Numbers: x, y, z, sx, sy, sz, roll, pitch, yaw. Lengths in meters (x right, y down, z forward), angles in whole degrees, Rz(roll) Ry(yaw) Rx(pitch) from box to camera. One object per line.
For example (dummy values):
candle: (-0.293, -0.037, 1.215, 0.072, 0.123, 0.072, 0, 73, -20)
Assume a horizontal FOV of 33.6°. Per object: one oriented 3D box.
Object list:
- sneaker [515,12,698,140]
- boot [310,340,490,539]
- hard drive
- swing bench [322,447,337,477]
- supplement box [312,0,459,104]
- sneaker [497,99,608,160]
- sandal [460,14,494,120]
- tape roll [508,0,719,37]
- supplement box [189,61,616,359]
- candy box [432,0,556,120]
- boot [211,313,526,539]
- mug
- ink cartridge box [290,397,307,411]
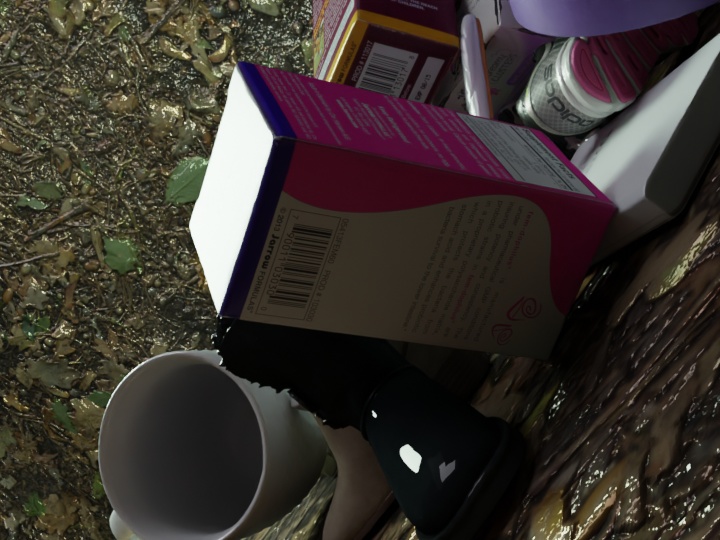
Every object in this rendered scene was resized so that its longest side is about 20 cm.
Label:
sneaker: (0.165, -0.149, 0.817, 0.087, 0.074, 0.200, -32, 11, 45)
boot: (-0.015, 0.077, 0.797, 0.201, 0.145, 0.070, -55, 6, 8)
hard drive: (0.159, -0.058, 0.720, 0.133, 0.027, 0.200, -57, 4, -21)
swing bench: (-0.049, 0.090, 1.165, 0.200, 0.129, 0.200, -56, 5, -22)
supplement box: (0.016, -0.214, 0.965, 0.111, 0.084, 0.202, 119, 157, -46)
sneaker: (0.151, -0.115, 0.937, 0.080, 0.078, 0.200, -44, 5, -5)
sandal: (0.108, -0.085, 0.843, 0.079, 0.058, 0.210, 54, -150, -78)
tape roll: (0.179, -0.235, 0.759, 0.197, 0.086, 0.201, -18, 29, 10)
supplement box: (0.020, -0.029, 0.647, 0.104, 0.197, 0.102, -119, 45, -55)
candy box: (0.108, -0.240, 0.972, 0.168, 0.070, 0.203, 132, 139, -66)
boot: (-0.006, 0.067, 0.654, 0.077, 0.167, 0.200, -55, 5, 0)
mug: (-0.121, 0.156, 0.968, 0.200, 0.148, 0.175, -42, -16, 14)
ink cartridge box: (0.000, 0.000, 0.924, 0.115, 0.066, 0.203, -26, 59, 44)
